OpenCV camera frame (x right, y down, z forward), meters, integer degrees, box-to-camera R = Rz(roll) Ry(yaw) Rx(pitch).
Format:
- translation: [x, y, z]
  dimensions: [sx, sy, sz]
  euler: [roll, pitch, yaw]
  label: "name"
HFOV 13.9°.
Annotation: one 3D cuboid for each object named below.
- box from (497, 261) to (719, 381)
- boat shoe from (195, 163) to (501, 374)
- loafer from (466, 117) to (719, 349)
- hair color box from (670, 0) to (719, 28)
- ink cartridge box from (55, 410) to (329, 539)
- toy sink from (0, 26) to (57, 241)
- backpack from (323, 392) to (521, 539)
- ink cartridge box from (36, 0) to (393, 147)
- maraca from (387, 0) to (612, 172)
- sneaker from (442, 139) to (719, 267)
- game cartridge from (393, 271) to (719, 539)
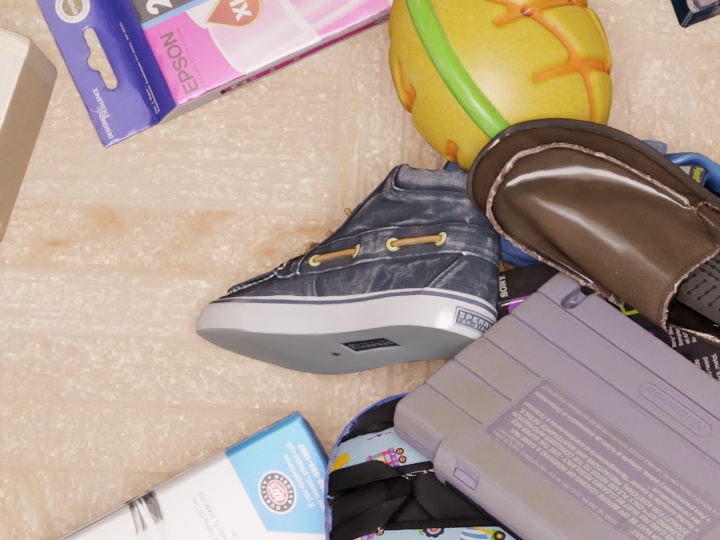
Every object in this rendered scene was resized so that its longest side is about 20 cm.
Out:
- translation: [0.174, 0.043, 1.541]
  dimensions: [0.200, 0.036, 0.143]
  euler: [-15, 122, 5]
  label: "box"
- translation: [0.000, 0.000, 1.543]
  dimensions: [0.071, 0.200, 0.091]
  euler: [29, 67, -41]
  label: "boat shoe"
- translation: [0.147, -0.012, 1.448]
  dimensions: [0.200, 0.071, 0.073]
  euler: [23, 111, -9]
  label: "loafer"
- translation: [0.251, -0.214, 1.595]
  dimensions: [0.200, 0.061, 0.100]
  euler: [-21, 86, -2]
  label: "hair color box"
- translation: [-0.084, 0.184, 1.556]
  dimensions: [0.200, 0.084, 0.146]
  euler: [-28, 86, -1]
  label: "ink cartridge box"
- translation: [-0.276, -0.093, 1.556]
  dimensions: [0.200, 0.130, 0.112]
  euler: [19, 87, 1]
  label: "toy sink"
- translation: [0.081, 0.147, 1.478]
  dimensions: [0.200, 0.135, 0.183]
  euler: [-1, 50, -3]
  label: "backpack"
- translation: [-0.069, -0.151, 1.607]
  dimensions: [0.200, 0.037, 0.095]
  euler: [-25, 86, 1]
  label: "ink cartridge box"
- translation: [0.068, -0.124, 1.536]
  dimensions: [0.107, 0.137, 0.200]
  euler: [-36, 44, 22]
  label: "maraca"
- translation: [0.142, -0.035, 1.564]
  dimensions: [0.200, 0.082, 0.074]
  euler: [13, 61, -2]
  label: "sneaker"
- translation: [0.127, 0.094, 1.417]
  dimensions: [0.200, 0.038, 0.130]
  euler: [37, 62, 27]
  label: "game cartridge"
